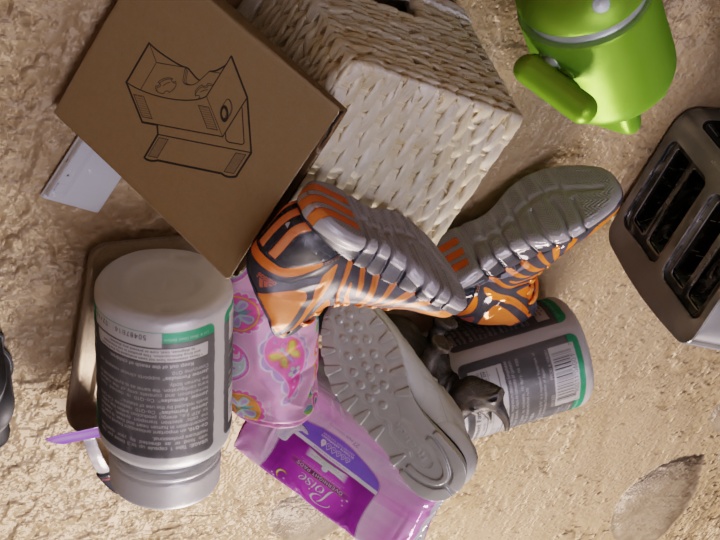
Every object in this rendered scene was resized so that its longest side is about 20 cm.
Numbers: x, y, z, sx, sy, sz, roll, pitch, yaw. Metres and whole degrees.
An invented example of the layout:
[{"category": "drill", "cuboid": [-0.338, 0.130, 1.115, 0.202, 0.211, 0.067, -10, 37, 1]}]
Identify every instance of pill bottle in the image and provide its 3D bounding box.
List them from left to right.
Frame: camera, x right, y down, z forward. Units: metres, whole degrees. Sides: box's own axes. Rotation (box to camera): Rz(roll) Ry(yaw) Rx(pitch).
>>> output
[{"category": "pill bottle", "cuboid": [-0.164, 0.093, 1.604, 0.113, 0.113, 0.200, -10, 124, -21]}, {"category": "pill bottle", "cuboid": [0.113, 0.102, 1.841, 0.200, 0.113, 0.113, -15, 137, -16]}]

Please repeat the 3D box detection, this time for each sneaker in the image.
[{"category": "sneaker", "cuboid": [-0.012, 0.007, 1.466, 0.112, 0.078, 0.200, -41, 135, 21]}, {"category": "sneaker", "cuboid": [0.035, 0.105, 1.682, 0.076, 0.200, 0.080, -27, -176, 28]}, {"category": "sneaker", "cuboid": [0.158, -0.020, 1.774, 0.200, 0.078, 0.112, -26, 144, 12]}]

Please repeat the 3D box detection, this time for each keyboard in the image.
[{"category": "keyboard", "cuboid": [-0.183, -0.126, 1.524, 0.056, 0.011, 0.200, 11, 125, -43]}]

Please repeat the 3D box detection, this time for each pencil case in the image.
[{"category": "pencil case", "cuboid": [-0.076, 0.037, 1.645, 0.087, 0.087, 0.200, -12, 122, -19]}]

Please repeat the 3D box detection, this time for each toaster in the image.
[{"category": "toaster", "cuboid": [0.342, -0.031, 1.792, 0.118, 0.181, 0.200, 9, 126, -32]}]

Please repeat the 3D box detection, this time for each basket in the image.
[{"category": "basket", "cuboid": [-0.009, -0.119, 1.515, 0.198, 0.161, 0.200, 14, 122, -38]}]

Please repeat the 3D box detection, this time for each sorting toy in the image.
[{"category": "sorting toy", "cuboid": [-0.164, 0.049, 1.694, 0.185, 0.037, 0.200, -6, 130, -25]}]

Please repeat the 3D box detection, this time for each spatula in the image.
[{"category": "spatula", "cuboid": [-0.238, 0.174, 1.749, 0.056, 0.021, 0.200, -11, 154, 3]}]

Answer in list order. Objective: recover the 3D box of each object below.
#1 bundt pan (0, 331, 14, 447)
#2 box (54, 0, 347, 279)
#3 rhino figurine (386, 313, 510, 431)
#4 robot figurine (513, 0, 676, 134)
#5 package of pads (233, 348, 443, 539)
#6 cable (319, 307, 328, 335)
[{"category": "bundt pan", "cuboid": [-0.380, 0.124, 1.611, 0.201, 0.076, 0.202, -17, 138, -15]}, {"category": "box", "cuboid": [-0.123, -0.119, 1.430, 0.164, 0.200, 0.021, -55, 161, 26]}, {"category": "rhino figurine", "cuboid": [0.057, 0.082, 1.742, 0.060, 0.200, 0.088, -43, 168, -52]}, {"category": "robot figurine", "cuboid": [0.194, -0.201, 1.579, 0.176, 0.116, 0.200, -49, 141, -19]}, {"category": "package of pads", "cuboid": [-0.008, 0.170, 1.767, 0.076, 0.200, 0.121, -40, 162, -55]}, {"category": "cable", "cuboid": [0.000, 0.000, 1.690, 0.050, 0.097, 0.200, 15, 124, -14]}]
